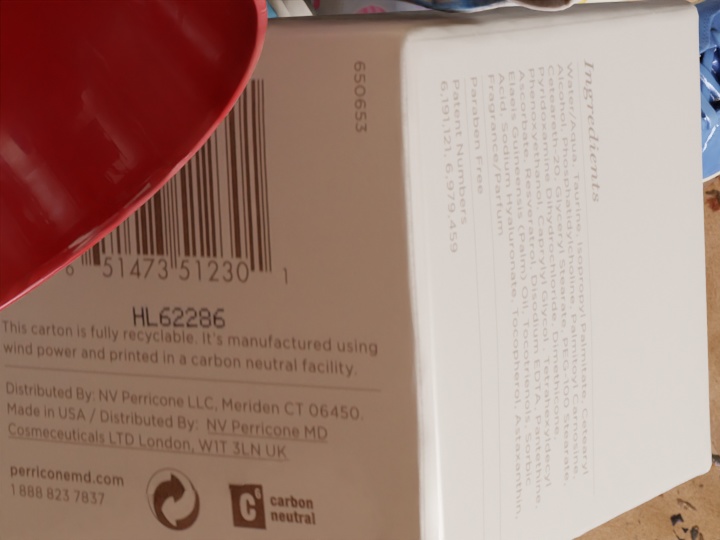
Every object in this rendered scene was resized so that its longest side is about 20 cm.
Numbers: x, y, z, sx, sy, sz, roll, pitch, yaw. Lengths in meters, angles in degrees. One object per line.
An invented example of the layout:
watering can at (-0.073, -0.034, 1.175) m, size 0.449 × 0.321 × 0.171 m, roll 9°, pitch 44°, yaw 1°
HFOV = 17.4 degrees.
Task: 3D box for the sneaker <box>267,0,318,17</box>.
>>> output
sneaker at (-0.095, -0.047, 0.948) m, size 0.086 × 0.075 × 0.200 m, roll -19°, pitch 157°, yaw -39°

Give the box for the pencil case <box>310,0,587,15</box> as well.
pencil case at (0.041, -0.122, 0.885) m, size 0.083 × 0.091 × 0.200 m, roll -34°, pitch 172°, yaw -38°

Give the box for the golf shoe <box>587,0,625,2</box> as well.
golf shoe at (0.105, -0.137, 0.928) m, size 0.077 × 0.088 × 0.201 m, roll -34°, pitch 157°, yaw -26°

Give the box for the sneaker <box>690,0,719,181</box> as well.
sneaker at (0.118, -0.061, 0.957) m, size 0.199 × 0.077 × 0.111 m, roll -22°, pitch -174°, yaw -11°

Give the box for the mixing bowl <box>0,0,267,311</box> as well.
mixing bowl at (-0.132, -0.050, 0.511) m, size 0.199 × 0.109 × 0.200 m, roll -31°, pitch 167°, yaw -8°

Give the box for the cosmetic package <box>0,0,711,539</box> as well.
cosmetic package at (0.000, 0.000, 0.765) m, size 0.166 × 0.168 × 0.200 m, roll 1°, pitch -172°, yaw 33°

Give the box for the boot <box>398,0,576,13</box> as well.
boot at (0.057, -0.115, 0.681) m, size 0.198 × 0.096 × 0.074 m, roll -1°, pitch 154°, yaw -15°
